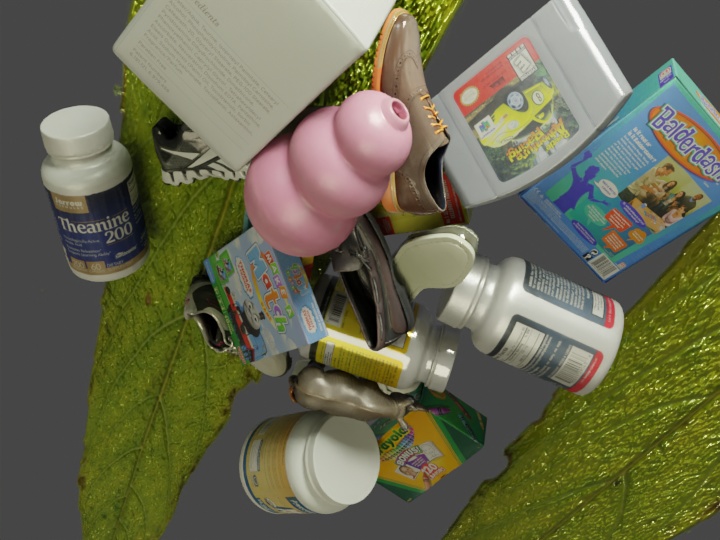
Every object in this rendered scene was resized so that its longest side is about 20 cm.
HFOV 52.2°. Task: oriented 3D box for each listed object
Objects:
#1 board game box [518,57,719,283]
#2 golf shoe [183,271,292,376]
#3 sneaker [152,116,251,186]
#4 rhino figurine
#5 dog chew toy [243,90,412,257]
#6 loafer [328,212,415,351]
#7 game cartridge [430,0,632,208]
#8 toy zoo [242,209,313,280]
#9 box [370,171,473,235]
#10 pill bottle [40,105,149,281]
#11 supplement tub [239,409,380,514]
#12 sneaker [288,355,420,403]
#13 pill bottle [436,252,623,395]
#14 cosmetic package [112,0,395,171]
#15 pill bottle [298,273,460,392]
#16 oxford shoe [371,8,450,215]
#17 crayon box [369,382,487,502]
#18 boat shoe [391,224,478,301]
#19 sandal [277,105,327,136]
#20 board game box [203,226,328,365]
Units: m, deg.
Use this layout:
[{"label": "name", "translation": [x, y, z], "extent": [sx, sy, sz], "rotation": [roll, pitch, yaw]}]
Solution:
[{"label": "board game box", "translation": [0.290, -0.095, 0.774], "extent": [0.152, 0.045, 0.199], "rotation": [41, 128, -14]}, {"label": "golf shoe", "translation": [-0.179, 0.095, 1.047], "extent": [0.076, 0.089, 0.201], "rotation": [-27, 116, 31]}, {"label": "sneaker", "translation": [-0.166, -0.155, 0.863], "extent": [0.195, 0.067, 0.092], "rotation": [-4, 127, 23]}, {"label": "rhino figurine", "translation": [-0.001, 0.168, 0.976], "extent": [0.195, 0.087, 0.061], "rotation": [15, 95, -4]}, {"label": "dog chew toy", "translation": [-0.027, -0.098, 0.710], "extent": [0.124, 0.126, 0.199], "rotation": [41, 133, -16]}, {"label": "loafer", "translation": [0.000, 0.000, 0.842], "extent": [0.071, 0.063, 0.203], "rotation": [1, 124, 53]}, {"label": "game cartridge", "translation": [0.158, -0.156, 0.730], "extent": [0.199, 0.041, 0.135], "rotation": [-35, 83, 31]}, {"label": "toy zoo", "translation": [-0.103, -0.039, 0.912], "extent": [0.131, 0.020, 0.203], "rotation": [44, 138, 33]}, {"label": "box", "translation": [0.030, -0.083, 0.865], "extent": [0.195, 0.051, 0.077], "rotation": [-6, 123, 21]}, {"label": "pill bottle", "translation": [-0.338, -0.097, 0.934], "extent": [0.108, 0.112, 0.204], "rotation": [8, 129, 11]}, {"label": "supplement tub", "translation": [-0.078, 0.285, 1.095], "extent": [0.145, 0.146, 0.198], "rotation": [45, 143, -19]}, {"label": "sneaker", "translation": [-0.010, 0.170, 1.052], "extent": [0.195, 0.085, 0.074], "rotation": [-3, 125, 18]}, {"label": "pill bottle", "translation": [0.196, 0.054, 0.871], "extent": [0.196, 0.121, 0.121], "rotation": [24, 131, -1]}, {"label": "cosmetic package", "translation": [-0.094, -0.244, 0.704], "extent": [0.166, 0.169, 0.198], "rotation": [43, 128, -18]}, {"label": "pill bottle", "translation": [0.026, 0.086, 0.956], "extent": [0.195, 0.113, 0.114], "rotation": [18, 130, 4]}, {"label": "oxford shoe", "translation": [0.058, -0.155, 0.735], "extent": [0.071, 0.071, 0.205], "rotation": [11, 120, 33]}, {"label": "crayon box", "translation": [0.084, 0.257, 1.104], "extent": [0.117, 0.059, 0.201], "rotation": [33, 129, -9]}, {"label": "boat shoe", "translation": [0.078, -0.015, 0.847], "extent": [0.072, 0.061, 0.201], "rotation": [43, 153, -6]}, {"label": "sandal", "translation": [-0.017, -0.140, 0.802], "extent": [0.194, 0.055, 0.084], "rotation": [4, 88, 5]}, {"label": "board game box", "translation": [-0.125, 0.031, 0.925], "extent": [0.199, 0.036, 0.155], "rotation": [-23, 87, 55]}]
